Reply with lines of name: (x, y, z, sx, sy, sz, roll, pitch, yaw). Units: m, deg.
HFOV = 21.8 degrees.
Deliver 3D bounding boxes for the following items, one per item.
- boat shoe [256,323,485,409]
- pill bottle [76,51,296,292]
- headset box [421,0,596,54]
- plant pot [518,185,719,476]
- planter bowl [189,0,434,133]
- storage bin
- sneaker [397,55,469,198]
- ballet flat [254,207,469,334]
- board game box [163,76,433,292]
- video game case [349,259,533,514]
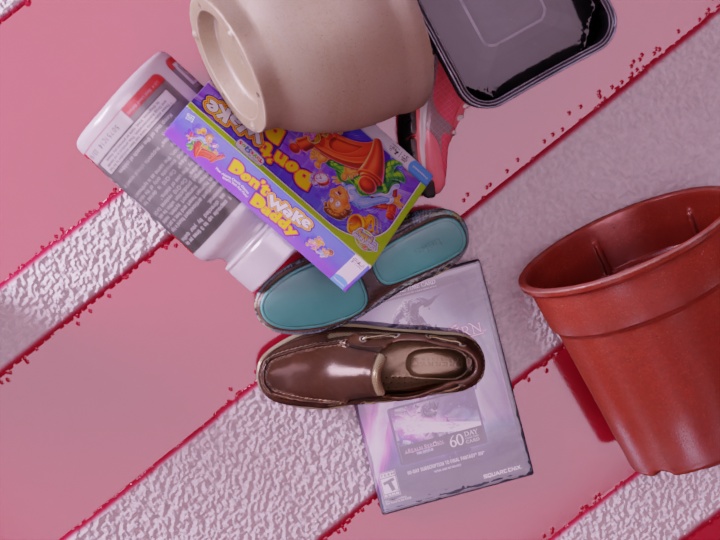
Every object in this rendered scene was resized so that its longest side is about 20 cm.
boat shoe: (0.009, 0.082, 1.629, 0.201, 0.075, 0.075, -7, 94, -2)
pill bottle: (-0.135, -0.082, 1.609, 0.200, 0.114, 0.114, 43, 90, -5)
headset box: (0.090, -0.258, 1.557, 0.199, 0.077, 0.150, -6, 95, 1)
plant pot: (0.265, 0.058, 1.611, 0.200, 0.201, 0.196, -25, 102, -2)
planter bowl: (-0.051, -0.191, 1.484, 0.134, 0.200, 0.201, -28, 95, -17)
storage bin: (0.100, -0.239, 1.474, 0.135, 0.094, 0.201, -28, 93, 4)
sneaker: (0.079, -0.164, 1.637, 0.086, 0.074, 0.201, 0, 94, -7)
ballet flat: (0.000, 0.000, 1.644, 0.199, 0.074, 0.075, -20, 95, -4)
board game box: (-0.049, -0.096, 1.569, 0.200, 0.045, 0.135, 41, 46, -7)
video game case: (0.063, 0.105, 1.680, 0.142, 0.019, 0.201, -15, 95, -2)
